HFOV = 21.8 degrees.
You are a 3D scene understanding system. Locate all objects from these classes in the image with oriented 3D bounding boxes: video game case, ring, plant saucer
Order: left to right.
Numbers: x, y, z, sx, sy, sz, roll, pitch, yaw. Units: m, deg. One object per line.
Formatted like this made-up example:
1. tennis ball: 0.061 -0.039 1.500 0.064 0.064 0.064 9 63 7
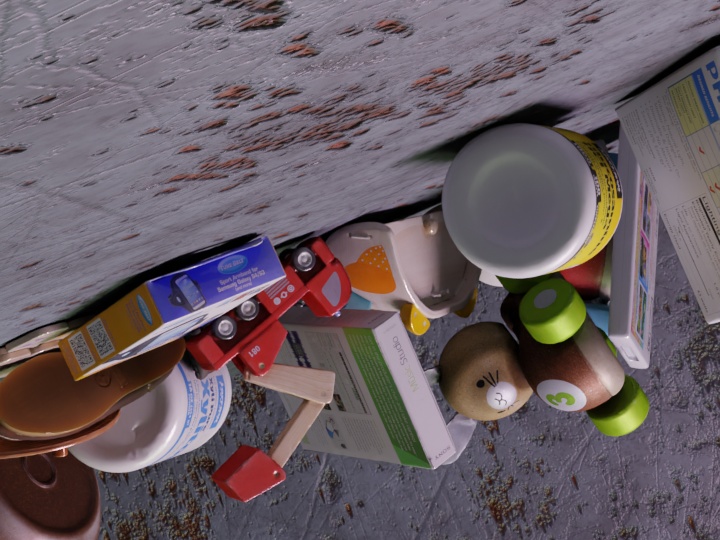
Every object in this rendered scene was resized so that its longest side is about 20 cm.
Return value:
1. ring: -0.308 0.134 1.623 0.200 0.019 0.200 -2 -167 0
2. plant saucer: -0.305 0.189 1.721 0.037 0.201 0.200 -35 170 26
3. video game case: 0.255 -0.021 1.741 0.024 0.200 0.182 2 169 15

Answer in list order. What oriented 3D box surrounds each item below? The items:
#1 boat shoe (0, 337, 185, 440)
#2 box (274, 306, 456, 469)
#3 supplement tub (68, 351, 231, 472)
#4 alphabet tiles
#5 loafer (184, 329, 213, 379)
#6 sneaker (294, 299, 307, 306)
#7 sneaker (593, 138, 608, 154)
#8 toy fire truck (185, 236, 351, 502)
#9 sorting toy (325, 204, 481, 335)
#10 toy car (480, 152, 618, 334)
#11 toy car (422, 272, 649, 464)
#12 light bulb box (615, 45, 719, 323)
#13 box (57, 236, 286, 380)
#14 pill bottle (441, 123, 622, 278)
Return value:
1. boat shoe: -0.237 0.101 1.584 0.200 0.070 0.070 -20 170 -44
2. box: -0.011 0.102 1.684 0.036 0.144 0.200 -34 -160 -30
3. supplement tub: -0.209 0.122 1.811 0.132 0.132 0.200 -23 176 10
4. alphabet tiles: -0.292 0.076 1.568 0.195 0.015 0.200 -24 176 32
5. loafer: -0.128 0.053 1.710 0.071 0.073 0.200 -22 177 -8
6. sneaker: -0.046 0.018 1.916 0.200 0.072 0.083 -21 -160 -2
7. sneaker: 0.160 -0.053 1.791 0.200 0.085 0.073 -23 178 40
8. toy fire truck: -0.070 0.083 1.585 0.200 0.141 0.049 -41 -168 -16
9. sorting toy: 0.000 0.000 1.735 0.180 0.107 0.200 -2 -173 30
10. toy car: 0.170 -0.029 1.903 0.200 0.185 0.177 7 177 3
11. toy car: 0.129 0.097 1.699 0.200 0.164 0.158 -33 -145 6
12. light bulb box: 0.320 -0.079 1.449 0.125 0.198 0.200 -23 178 -17
13. box: -0.146 0.028 1.473 0.119 0.042 0.200 -23 178 -35
14. pill bottle: 0.138 -0.054 1.423 0.112 0.113 0.200 -23 177 17
